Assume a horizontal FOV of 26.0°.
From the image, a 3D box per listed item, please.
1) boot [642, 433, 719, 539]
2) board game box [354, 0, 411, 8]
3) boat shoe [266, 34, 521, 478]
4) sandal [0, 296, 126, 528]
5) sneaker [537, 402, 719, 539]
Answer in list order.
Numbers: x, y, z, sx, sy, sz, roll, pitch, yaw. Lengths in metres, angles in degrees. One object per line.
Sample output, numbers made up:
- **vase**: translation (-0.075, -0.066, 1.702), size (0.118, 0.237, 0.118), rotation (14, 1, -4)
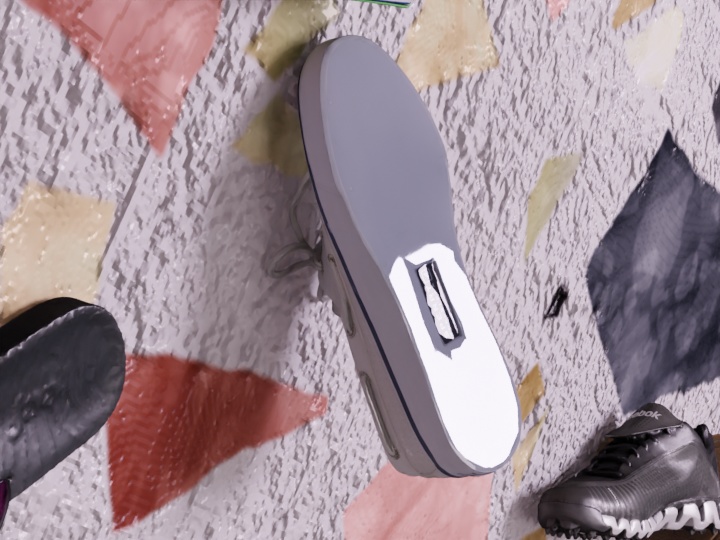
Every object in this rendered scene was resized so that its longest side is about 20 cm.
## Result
- **boot**: translation (0.259, 0.221, 1.190), size (0.154, 0.073, 0.201), rotation (20, 100, -56)
- **board game box**: translation (-0.038, -0.183, 0.590), size (0.199, 0.040, 0.154), rotation (-7, 110, -55)
- **boat shoe**: translation (0.004, -0.001, 0.709), size (0.074, 0.086, 0.203), rotation (-25, 96, -43)
- **sandal**: translation (-0.146, 0.076, 0.539), size (0.200, 0.048, 0.076), rotation (-44, 137, -38)
- **sneaker**: translation (0.181, 0.134, 1.043), size (0.199, 0.066, 0.091), rotation (6, 82, -48)
